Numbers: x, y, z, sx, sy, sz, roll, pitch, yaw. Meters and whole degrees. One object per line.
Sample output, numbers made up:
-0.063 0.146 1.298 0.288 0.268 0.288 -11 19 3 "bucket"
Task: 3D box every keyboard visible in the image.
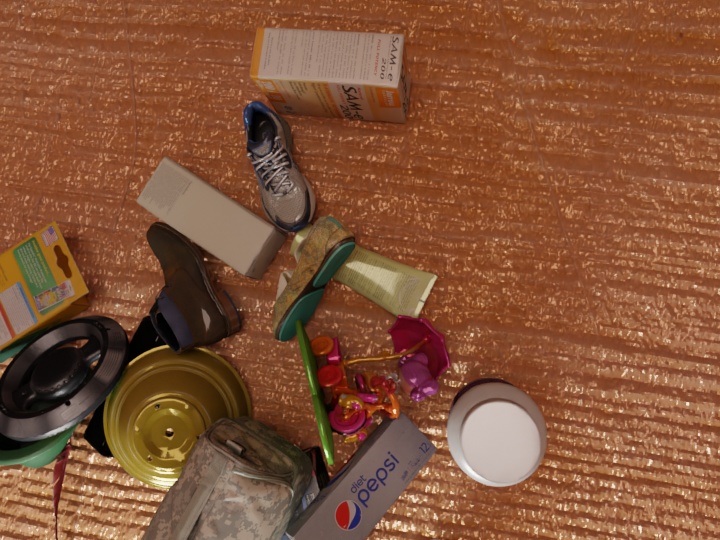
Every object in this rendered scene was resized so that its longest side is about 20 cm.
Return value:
-0.317 0.175 0.891 0.104 0.040 0.202 26 88 35 "keyboard"

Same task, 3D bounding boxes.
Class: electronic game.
-0.411 0.142 0.852 0.198 0.042 0.201 -12 43 11 "electronic game"

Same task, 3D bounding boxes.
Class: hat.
-0.445 0.256 0.901 0.164 0.177 0.200 16 48 25 "hat"

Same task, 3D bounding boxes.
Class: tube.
0.000 0.000 0.851 0.198 0.058 0.052 26 44 9 "tube"

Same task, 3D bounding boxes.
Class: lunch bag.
-0.164 0.280 0.710 0.138 0.168 0.201 29 87 18 "lunch bag"

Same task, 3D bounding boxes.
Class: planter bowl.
-0.244 0.202 0.813 0.198 0.083 0.203 0 91 -8 "planter bowl"

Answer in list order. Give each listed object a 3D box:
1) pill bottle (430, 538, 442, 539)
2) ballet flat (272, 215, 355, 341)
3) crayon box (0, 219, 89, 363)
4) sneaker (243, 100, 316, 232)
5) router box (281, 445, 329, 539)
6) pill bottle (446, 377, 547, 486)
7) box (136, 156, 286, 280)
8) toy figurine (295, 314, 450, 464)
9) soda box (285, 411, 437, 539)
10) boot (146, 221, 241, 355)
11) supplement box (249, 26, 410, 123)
0.083 0.442 0.744 0.115 0.116 0.202 23 87 11 "pill bottle"
-0.074 0.009 0.824 0.071 0.071 0.201 42 123 12 "ballet flat"
-0.494 0.033 0.920 0.199 0.052 0.127 -31 79 5 "crayon box"
-0.123 -0.145 0.852 0.076 0.085 0.202 -24 69 6 "sneaker"
-0.099 0.351 0.811 0.148 0.062 0.202 -20 80 7 "router box"
0.156 0.185 0.722 0.111 0.200 0.114 -1 82 9 "pill bottle"
-0.210 -0.073 0.880 0.199 0.068 0.083 34 89 11 "box"
0.027 0.128 0.776 0.182 0.201 0.151 -14 125 -4 "toy figurine"
0.002 0.271 0.766 0.068 0.063 0.200 45 68 0 "soda box"
-0.258 0.022 0.852 0.200 0.097 0.075 49 135 11 "boot"
-0.035 -0.264 0.848 0.198 0.126 0.074 7 83 10 "supplement box"
